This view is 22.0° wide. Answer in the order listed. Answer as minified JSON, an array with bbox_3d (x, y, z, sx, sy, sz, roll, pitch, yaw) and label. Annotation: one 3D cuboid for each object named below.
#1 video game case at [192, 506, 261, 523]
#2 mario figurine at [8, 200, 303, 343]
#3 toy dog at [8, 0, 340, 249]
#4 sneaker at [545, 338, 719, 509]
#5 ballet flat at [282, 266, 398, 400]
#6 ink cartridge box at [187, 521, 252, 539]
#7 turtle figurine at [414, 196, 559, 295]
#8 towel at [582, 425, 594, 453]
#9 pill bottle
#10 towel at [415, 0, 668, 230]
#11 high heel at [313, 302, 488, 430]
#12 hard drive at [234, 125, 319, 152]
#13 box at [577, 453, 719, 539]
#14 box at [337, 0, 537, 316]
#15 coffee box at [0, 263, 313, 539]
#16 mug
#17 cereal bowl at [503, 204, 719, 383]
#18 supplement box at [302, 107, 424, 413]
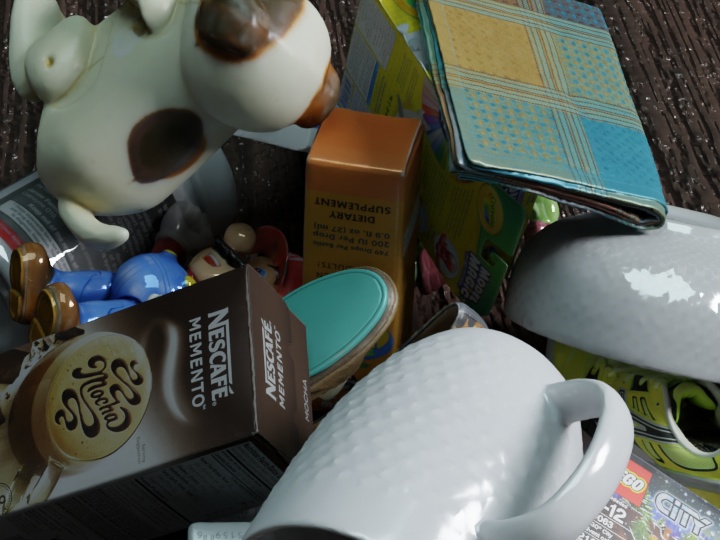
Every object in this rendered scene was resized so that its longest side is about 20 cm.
[{"bbox_3d":[0.000,0.201,1.048,0.197,0.023,0.183,1,52,-2],"label":"video game case"},{"bbox_3d":[-0.118,-0.001,1.178,0.198,0.106,0.125,-3,67,-34],"label":"mario figurine"},{"bbox_3d":[-0.111,-0.122,1.140,0.198,0.140,0.195,-20,41,30],"label":"toy dog"},{"bbox_3d":[0.188,0.081,1.142,0.075,0.077,0.200,-21,43,-26],"label":"sneaker"},{"bbox_3d":[-0.055,0.072,1.150,0.199,0.072,0.068,-37,56,2],"label":"ballet flat"},{"bbox_3d":[0.005,0.218,0.993,0.197,0.044,0.175,0,53,-3],"label":"ink cartridge box"},{"bbox_3d":[0.091,-0.011,1.302,0.192,0.200,0.145,-23,65,0],"label":"turtle figurine"},{"bbox_3d":[0.204,0.161,1.128,0.198,0.033,0.192,-7,39,-12],"label":"towel"},{"bbox_3d":[-0.185,-0.025,1.272,0.113,0.115,0.199,30,46,30],"label":"pill bottle"},{"bbox_3d":[0.105,-0.111,1.131,0.145,0.022,0.201,13,41,-22],"label":"towel"},{"bbox_3d":[-0.014,0.086,1.120,0.198,0.144,0.072,-11,42,-16],"label":"high heel"},{"bbox_3d":[-0.011,-0.098,1.341,0.131,0.026,0.199,17,8,43],"label":"hard drive"},{"bbox_3d":[0.188,0.200,1.002,0.199,0.038,0.137,32,50,-2],"label":"box"},{"bbox_3d":[0.054,-0.079,1.175,0.048,0.118,0.201,-14,57,-22],"label":"box"},{"bbox_3d":[-0.130,0.089,1.077,0.198,0.080,0.114,-19,53,18],"label":"coffee box"},{"bbox_3d":[0.055,0.113,0.935,0.199,0.148,0.176,-22,24,46],"label":"mug"},{"bbox_3d":[0.192,0.007,1.150,0.198,0.084,0.200,11,10,-2],"label":"cereal bowl"},{"bbox_3d":[0.000,0.000,1.180,0.066,0.202,0.069,8,39,8],"label":"supplement box"}]
